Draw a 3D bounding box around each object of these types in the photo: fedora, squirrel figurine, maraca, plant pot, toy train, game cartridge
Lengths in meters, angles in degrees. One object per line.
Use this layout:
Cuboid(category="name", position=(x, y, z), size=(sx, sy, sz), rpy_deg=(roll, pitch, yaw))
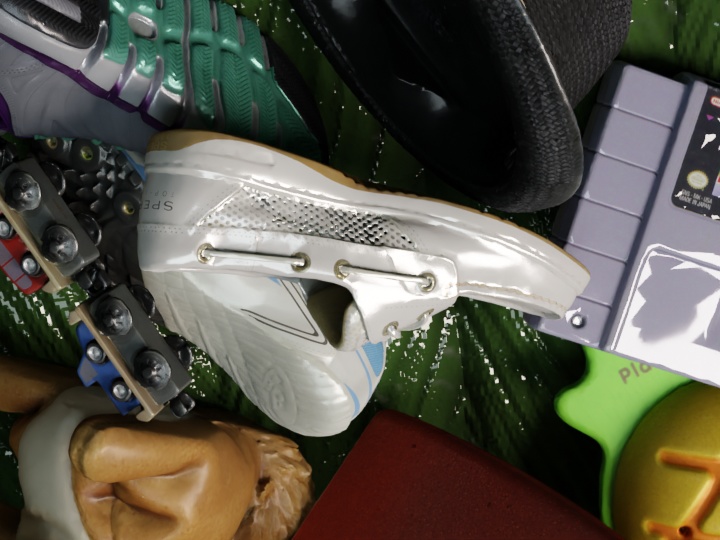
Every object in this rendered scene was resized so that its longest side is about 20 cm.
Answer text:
Cuboid(category="fedora", position=(0.042, -0.125, 0.736), size=(0.091, 0.200, 0.201), rpy_deg=(-38, 125, -18))
Cuboid(category="squirrel figurine", position=(-0.115, 0.155, 0.888), size=(0.199, 0.141, 0.188), rpy_deg=(14, 93, -43))
Cuboid(category="maraca", position=(0.177, 0.100, 0.907), size=(0.136, 0.107, 0.201), rpy_deg=(-29, 100, 0))
Cuboid(category="plant pot", position=(0.069, 0.210, 0.873), size=(0.175, 0.200, 0.200), rpy_deg=(5, 142, 48))
Cuboid(category="toy train", position=(-0.141, -0.014, 0.808), size=(0.046, 0.034, 0.201), rpy_deg=(-35, 92, 24))
Cuboid(category="game cartridge", position=(0.185, -0.007, 0.842), size=(0.198, 0.038, 0.131), rpy_deg=(17, 99, -14))

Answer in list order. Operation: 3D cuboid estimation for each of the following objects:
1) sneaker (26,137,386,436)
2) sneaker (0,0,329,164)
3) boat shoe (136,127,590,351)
Cuboid(category="sneaker", position=(-0.070, -0.006, 0.851), size=(0.200, 0.073, 0.072), rpy_deg=(43, 131, -12))
Cuboid(category="sneaker", position=(-0.103, -0.079, 0.783), size=(0.087, 0.075, 0.199), rpy_deg=(-26, 141, 34))
Cuboid(category="boat shoe", position=(0.000, 0.000, 0.763), size=(0.198, 0.071, 0.070), rpy_deg=(15, 81, -20))
